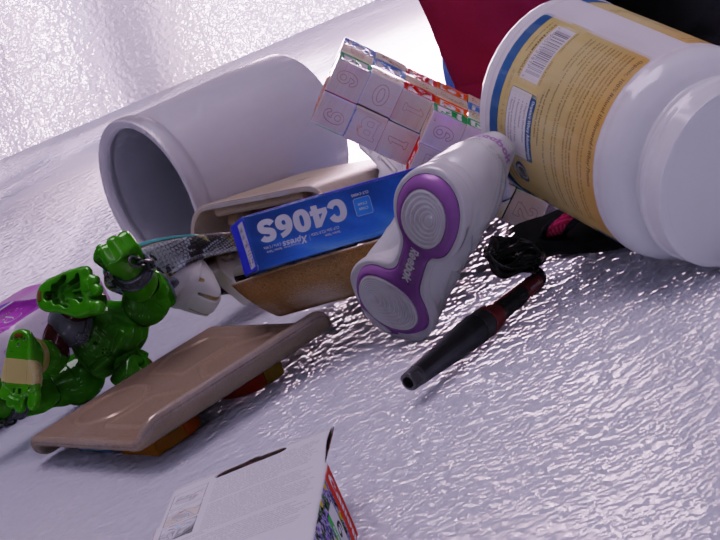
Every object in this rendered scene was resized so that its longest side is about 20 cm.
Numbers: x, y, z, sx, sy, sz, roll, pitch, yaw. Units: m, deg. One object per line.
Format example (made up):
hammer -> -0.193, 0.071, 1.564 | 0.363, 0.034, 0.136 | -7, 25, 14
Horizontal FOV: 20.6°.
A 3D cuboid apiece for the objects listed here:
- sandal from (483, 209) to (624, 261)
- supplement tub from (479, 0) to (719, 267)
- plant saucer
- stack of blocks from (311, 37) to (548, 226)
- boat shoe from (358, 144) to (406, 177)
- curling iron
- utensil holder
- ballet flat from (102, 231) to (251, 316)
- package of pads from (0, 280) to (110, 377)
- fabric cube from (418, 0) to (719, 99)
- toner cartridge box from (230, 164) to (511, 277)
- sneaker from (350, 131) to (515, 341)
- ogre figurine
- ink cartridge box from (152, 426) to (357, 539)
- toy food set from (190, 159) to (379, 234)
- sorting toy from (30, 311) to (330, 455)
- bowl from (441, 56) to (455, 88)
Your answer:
sandal -> 0.167, -0.044, 1.468 | 0.199, 0.045, 0.075 | -12, 17, 42
supplement tub -> 0.187, -0.094, 1.334 | 0.144, 0.146, 0.200 | -28, 33, -19
plant saucer -> 0.000, 0.000, 1.530 | 0.198, 0.036, 0.200 | -16, -1, 0
stack of blocks -> 0.062, -0.111, 1.599 | 0.115, 0.198, 0.059 | -81, 16, -73
boat shoe -> 0.049, -0.075, 1.708 | 0.065, 0.073, 0.200 | -46, 29, 11
curling iron -> 0.076, 0.031, 1.355 | 0.200, 0.049, 0.026 | -46, -16, -49
utensil holder -> -0.134, -0.109, 1.980 | 0.199, 0.171, 0.169 | -30, 14, -31
ballet flat -> -0.125, 0.002, 1.685 | 0.199, 0.073, 0.072 | -12, 2, -43
package of pads -> -0.317, 0.078, 1.757 | 0.120, 0.076, 0.200 | -13, 17, 44
fabric cube -> 0.201, -0.207, 1.713 | 0.195, 0.201, 0.199 | -30, 15, -25
toner cartridge box -> 0.006, -0.044, 1.482 | 0.198, 0.044, 0.095 | -16, 1, -9
sneaker -> 0.057, -0.021, 1.385 | 0.100, 0.075, 0.200 | -41, -12, -35
ogre figurine -> -0.219, 0.051, 1.587 | 0.098, 0.201, 0.120 | 31, 12, 29
ink cartridge box -> -0.059, 0.155, 1.072 | 0.108, 0.051, 0.200 | -22, 12, 9
toy food set -> -0.044, -0.056, 1.830 | 0.199, 0.061, 0.143 | -8, 9, 44
sorting toy -> -0.135, 0.092, 1.494 | 0.184, 0.037, 0.199 | -32, 11, -32
bowl -> 0.164, -0.221, 1.863 | 0.200, 0.202, 0.039 | -30, 37, -26
